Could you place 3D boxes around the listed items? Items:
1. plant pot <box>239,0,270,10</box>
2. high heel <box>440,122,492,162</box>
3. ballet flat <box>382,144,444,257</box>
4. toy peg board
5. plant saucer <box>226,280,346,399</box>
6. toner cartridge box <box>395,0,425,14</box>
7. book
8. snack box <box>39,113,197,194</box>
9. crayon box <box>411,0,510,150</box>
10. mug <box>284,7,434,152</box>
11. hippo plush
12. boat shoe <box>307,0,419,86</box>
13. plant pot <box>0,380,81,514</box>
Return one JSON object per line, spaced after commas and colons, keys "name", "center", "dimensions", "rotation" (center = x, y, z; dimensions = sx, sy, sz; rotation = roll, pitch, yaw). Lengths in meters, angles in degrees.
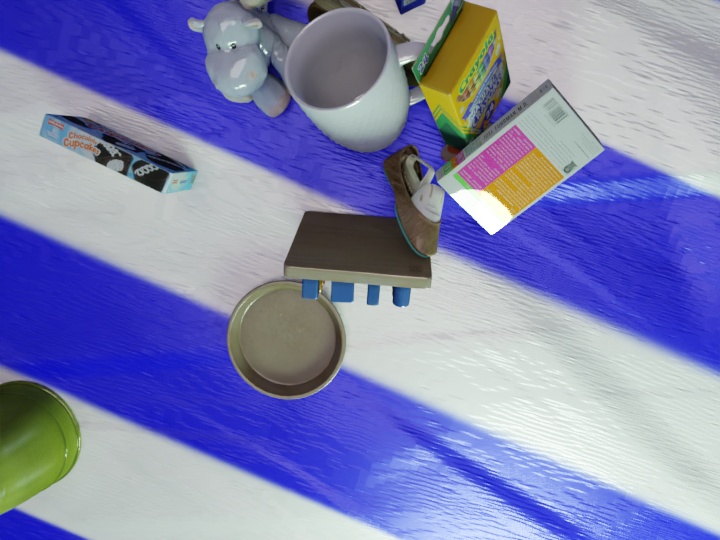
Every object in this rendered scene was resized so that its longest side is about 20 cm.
{"name": "plant pot", "center": [-0.080, -0.479, 0.747], "dimensions": [0.176, 0.200, 0.201], "rotation": [-9, 118, 44]}
{"name": "high heel", "center": [0.226, -0.182, 0.927], "dimensions": [0.198, 0.096, 0.068], "rotation": [-8, 65, 25]}
{"name": "ballet flat", "center": [0.084, -0.112, 0.877], "dimensions": [0.067, 0.201, 0.072], "rotation": [21, 128, -31]}
{"name": "toy peg board", "center": [0.000, 0.000, 0.903], "dimensions": [0.197, 0.200, 0.099], "rotation": [4, 117, 2]}
{"name": "plant saucer", "center": [-0.121, 0.113, 1.006], "dimensions": [0.197, 0.029, 0.203], "rotation": [1, 101, 3]}
{"name": "toner cartridge box", "center": [0.039, -0.474, 0.852], "dimensions": [0.043, 0.095, 0.202], "rotation": [-21, 100, 5]}
{"name": "book", "center": [0.223, -0.156, 0.868], "dimensions": [0.133, 0.048, 0.199], "rotation": [35, 123, -31]}
{"name": "snack box", "center": [-0.358, -0.176, 0.918], "dimensions": [0.198, 0.116, 0.037], "rotation": [25, 101, -2]}
{"name": "crayon box", "center": [0.143, -0.261, 0.822], "dimensions": [0.051, 0.200, 0.127], "rotation": [28, 86, 25]}
{"name": "mug", "center": [0.020, -0.252, 0.840], "dimensions": [0.198, 0.175, 0.149], "rotation": [-17, 70, 14]}
{"name": "hippo plush", "center": [-0.142, -0.318, 0.851], "dimensions": [0.157, 0.161, 0.203], "rotation": [0, 105, 4]}
{"name": "boat shoe", "center": [0.020, -0.346, 0.894], "dimensions": [0.199, 0.073, 0.064], "rotation": [30, 70, 2]}
{"name": "plant pot", "center": [-0.596, 0.310, 0.984], "dimensions": [0.198, 0.193, 0.203], "rotation": [1, 101, 3]}
